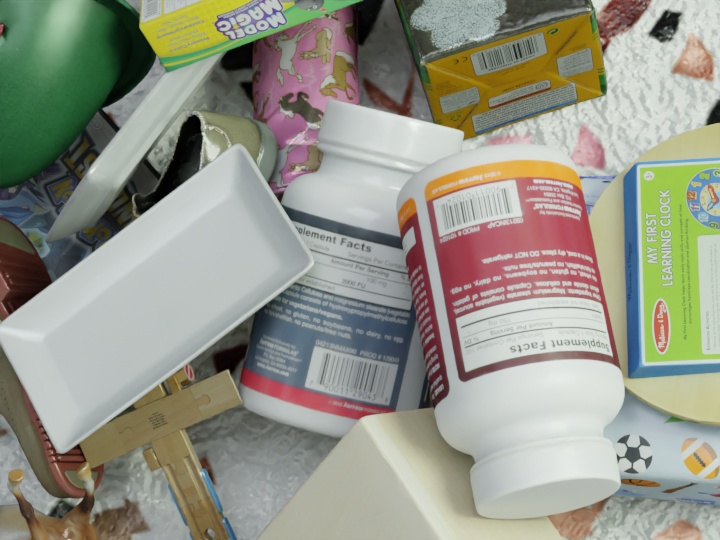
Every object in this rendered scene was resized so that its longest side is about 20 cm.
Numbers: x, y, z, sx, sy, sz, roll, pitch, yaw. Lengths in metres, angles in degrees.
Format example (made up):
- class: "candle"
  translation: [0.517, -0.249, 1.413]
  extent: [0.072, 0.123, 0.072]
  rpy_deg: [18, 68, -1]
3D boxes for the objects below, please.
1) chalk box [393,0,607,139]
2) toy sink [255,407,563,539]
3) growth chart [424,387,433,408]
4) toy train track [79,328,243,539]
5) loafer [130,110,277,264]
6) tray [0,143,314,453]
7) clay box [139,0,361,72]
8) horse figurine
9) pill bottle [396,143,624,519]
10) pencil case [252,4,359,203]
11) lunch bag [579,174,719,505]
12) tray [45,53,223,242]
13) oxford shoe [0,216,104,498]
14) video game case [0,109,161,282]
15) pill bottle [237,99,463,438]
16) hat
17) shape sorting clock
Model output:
- class: "chalk box"
  translation: [0.078, -0.211, 1.668]
  extent: [0.124, 0.124, 0.201]
  rpy_deg: [-17, 64, 2]
- class: "toy sink"
  translation: [0.015, 0.196, 1.488]
  extent: [0.200, 0.112, 0.131]
  rpy_deg: [-52, 60, 30]
- class: "growth chart"
  translation: [0.068, 0.035, 1.565]
  extent: [0.018, 0.145, 0.201]
  rpy_deg: [17, 62, -22]
- class: "toy train track"
  translation: [-0.106, 0.130, 1.563]
  extent: [0.114, 0.033, 0.201]
  rpy_deg: [-23, 92, 19]
- class: "loafer"
  translation: [-0.130, -0.019, 1.592]
  extent: [0.075, 0.069, 0.201]
  rpy_deg: [22, 84, 50]
- class: "tray"
  translation: [-0.126, 0.019, 1.527]
  extent: [0.200, 0.022, 0.108]
  rpy_deg: [-37, 60, 6]
- class: "clay box"
  translation: [-0.044, -0.210, 1.588]
  extent: [0.199, 0.048, 0.115]
  rpy_deg: [-18, 42, 15]
- class: "horse figurine"
  translation: [-0.229, 0.161, 1.566]
  extent: [0.199, 0.133, 0.050]
  rpy_deg: [11, 47, 22]
- class: "pill bottle"
  translation: [0.090, 0.037, 1.433]
  extent: [0.112, 0.113, 0.201]
  rpy_deg: [-11, 71, 4]
- class: "pencil case"
  translation: [-0.041, -0.122, 1.668]
  extent: [0.086, 0.083, 0.201]
  rpy_deg: [-6, 66, 14]
- class: "lunch bag"
  translation: [0.191, 0.040, 1.540]
  extent: [0.169, 0.124, 0.201]
  rpy_deg: [4, 77, 9]
- class: "tray"
  translation: [-0.136, -0.103, 1.637]
  extent: [0.022, 0.107, 0.200]
  rpy_deg: [36, 58, -3]
- class: "oxford shoe"
  translation: [-0.225, 0.067, 1.608]
  extent: [0.075, 0.070, 0.201]
  rpy_deg: [-33, 64, 25]
- class: "video game case"
  translation: [-0.202, -0.003, 1.673]
  extent: [0.180, 0.026, 0.200]
  rpy_deg: [-39, 67, -8]
- class: "pill bottle"
  translation: [0.000, 0.000, 1.552]
  extent: [0.119, 0.120, 0.201]
  rpy_deg: [14, 93, 15]
- class: "hat"
  translation: [-0.230, -0.071, 1.596]
  extent: [0.200, 0.165, 0.177]
  rpy_deg: [-29, 50, 43]
- class: "shape sorting clock"
  translation: [0.226, 0.001, 1.470]
  extent: [0.198, 0.039, 0.201]
  rpy_deg: [-4, 63, 8]
